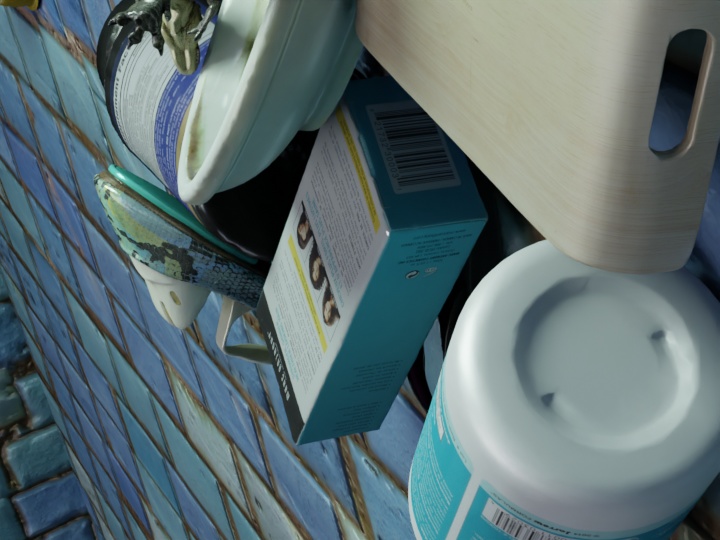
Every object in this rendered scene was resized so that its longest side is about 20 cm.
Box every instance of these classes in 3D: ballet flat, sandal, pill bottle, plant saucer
[{"bbox_3d":[-0.073,0.011,1.009,0.199,0.075,0.074,27,-175,-30],"label":"ballet flat"},{"bbox_3d":[0.043,0.025,0.886,0.075,0.048,0.201,40,148,56],"label":"sandal"},{"bbox_3d":[-0.073,-0.091,0.984,0.200,0.111,0.112,42,151,56],"label":"pill bottle"},{"bbox_3d":[0.078,0.076,0.732,0.111,0.110,0.200,60,163,20],"label":"pill bottle"},{"bbox_3d":[-0.026,-0.118,0.794,0.200,0.050,0.201,-161,90,-77],"label":"plant saucer"}]

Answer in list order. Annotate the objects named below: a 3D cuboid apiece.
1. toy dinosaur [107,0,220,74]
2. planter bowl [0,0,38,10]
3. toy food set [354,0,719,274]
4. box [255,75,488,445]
[{"bbox_3d":[-0.065,-0.145,0.793,0.200,0.047,0.088,-54,14,46],"label":"toy dinosaur"},{"bbox_3d":[-0.374,-0.321,1.681,0.201,0.083,0.201,56,161,30],"label":"planter bowl"},{"bbox_3d":[0.063,-0.112,0.640,0.200,0.060,0.144,50,146,42],"label":"toy food set"},{"bbox_3d":[0.000,0.000,0.865,0.200,0.049,0.083,114,144,-56],"label":"box"}]
